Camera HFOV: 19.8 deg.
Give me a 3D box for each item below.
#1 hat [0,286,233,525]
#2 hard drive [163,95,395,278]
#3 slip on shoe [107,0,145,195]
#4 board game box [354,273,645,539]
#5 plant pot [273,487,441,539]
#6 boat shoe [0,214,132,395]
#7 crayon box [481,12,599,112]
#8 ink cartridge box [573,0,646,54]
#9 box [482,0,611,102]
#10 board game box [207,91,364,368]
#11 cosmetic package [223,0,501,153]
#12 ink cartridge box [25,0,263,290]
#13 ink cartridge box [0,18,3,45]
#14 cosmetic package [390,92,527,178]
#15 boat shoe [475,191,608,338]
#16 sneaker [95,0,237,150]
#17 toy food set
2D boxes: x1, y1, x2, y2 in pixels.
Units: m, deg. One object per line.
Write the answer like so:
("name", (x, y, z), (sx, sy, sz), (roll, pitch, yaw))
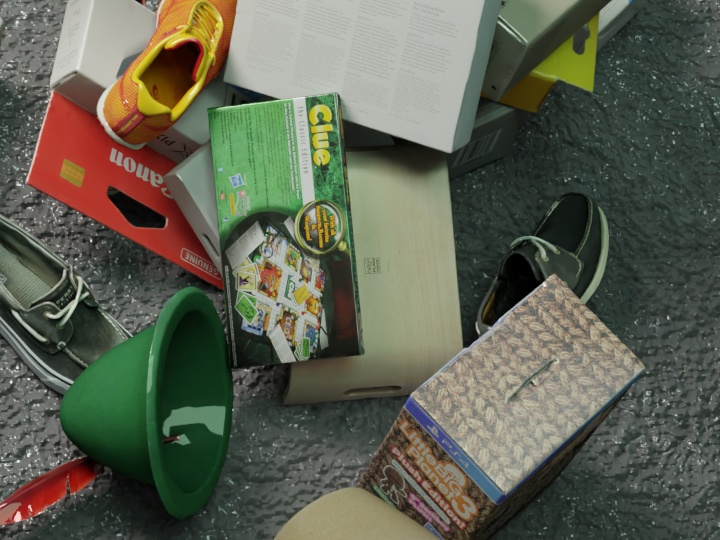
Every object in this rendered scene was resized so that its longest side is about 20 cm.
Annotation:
("hat", (-0.206, 0.102, 1.519), (0.174, 0.167, 0.200), (-1, 18, 16))
("hard drive", (-0.055, -0.075, 1.659), (0.200, 0.026, 0.132), (-43, 110, -35))
("slip on shoe", (-0.206, -0.153, 1.679), (0.073, 0.061, 0.202), (11, 61, -12))
("board game box", (0.096, 0.125, 1.529), (0.159, 0.200, 0.097), (-38, 76, -30))
("plant pot", (0.023, 0.257, 1.462), (0.186, 0.188, 0.200), (-21, 55, -26))
("boat shoe", (-0.236, 0.029, 1.559), (0.199, 0.071, 0.072), (36, 57, 1))
("crayon box", (0.098, -0.210, 1.710), (0.198, 0.051, 0.128), (17, 55, -10))
("ink cartridge box", (0.157, -0.286, 1.855), (0.200, 0.068, 0.116), (42, 59, 9))
("box", (0.154, -0.227, 1.662), (0.068, 0.082, 0.200), (42, 54, 9))
("board game box", (-0.057, -0.030, 1.575), (0.104, 0.023, 0.202), (-6, 84, 10))
("cosmetic package", (0.003, -0.193, 1.591), (0.198, 0.152, 0.052), (19, 22, 16))
("ink cartridge box", (-0.155, -0.106, 1.628), (0.199, 0.045, 0.178), (30, 53, -32))
("ink cartridge box", (-0.385, -0.134, 1.601), (0.145, 0.083, 0.201), (25, 58, -1))
("cosmetic package", (0.043, -0.180, 1.754), (0.106, 0.090, 0.201), (-24, 68, -28))
("boat shoe", (0.148, 0.002, 1.678), (0.071, 0.068, 0.201), (1, 44, 34))
("sneaker", (-0.131, -0.168, 1.593), (0.073, 0.077, 0.201), (42, 44, -20))
("toy food set", (0.000, 0.000, 1.633), (0.142, 0.060, 0.202), (-3, 83, -17))
